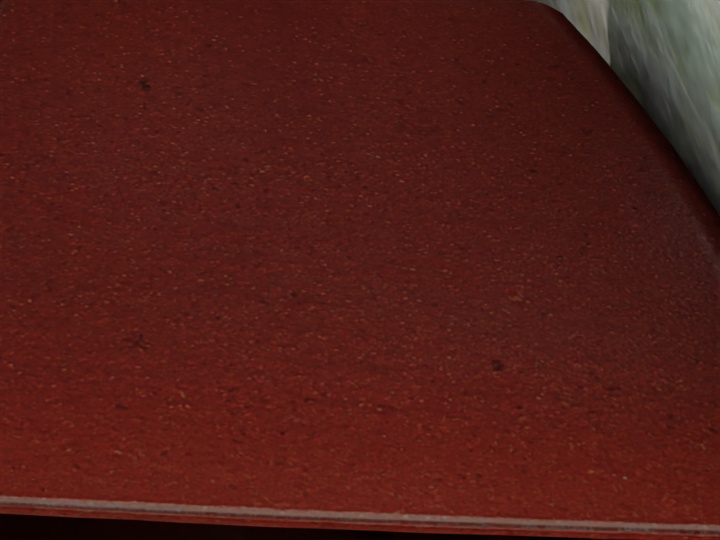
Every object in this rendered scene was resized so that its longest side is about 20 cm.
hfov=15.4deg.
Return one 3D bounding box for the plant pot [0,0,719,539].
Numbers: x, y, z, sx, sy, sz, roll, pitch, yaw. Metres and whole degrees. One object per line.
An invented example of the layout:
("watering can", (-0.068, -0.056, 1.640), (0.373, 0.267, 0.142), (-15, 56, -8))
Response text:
("plant pot", (-0.021, 0.045, 0.578), (0.201, 0.198, 0.177), (102, 169, -46))
